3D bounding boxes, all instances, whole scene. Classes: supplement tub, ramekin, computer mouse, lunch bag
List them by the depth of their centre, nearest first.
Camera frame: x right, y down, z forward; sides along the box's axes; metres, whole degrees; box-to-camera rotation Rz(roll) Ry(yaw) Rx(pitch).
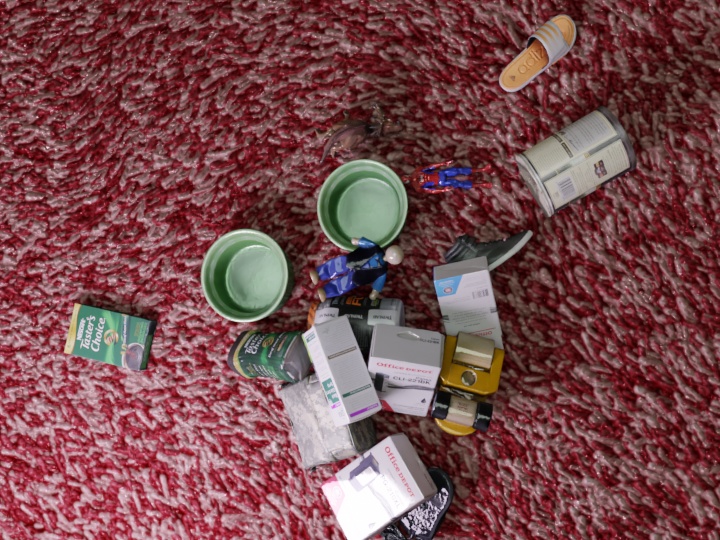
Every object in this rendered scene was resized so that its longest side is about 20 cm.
[{"bbox_3d":[0.132,0.507,1.599,0.138,0.053,0.202,33,98,23],"label":"computer mouse"},{"bbox_3d":[-0.078,0.312,1.607,0.166,0.139,0.202,-24,79,20],"label":"lunch bag"},{"bbox_3d":[-0.008,0.119,1.619,0.197,0.123,0.124,1,85,9],"label":"supplement tub"},{"bbox_3d":[0.011,-0.134,1.648,0.197,0.098,0.203,-1,85,10],"label":"ramekin"},{"bbox_3d":[-0.243,0.014,1.674,0.197,0.098,0.203,-1,85,10],"label":"ramekin"}]

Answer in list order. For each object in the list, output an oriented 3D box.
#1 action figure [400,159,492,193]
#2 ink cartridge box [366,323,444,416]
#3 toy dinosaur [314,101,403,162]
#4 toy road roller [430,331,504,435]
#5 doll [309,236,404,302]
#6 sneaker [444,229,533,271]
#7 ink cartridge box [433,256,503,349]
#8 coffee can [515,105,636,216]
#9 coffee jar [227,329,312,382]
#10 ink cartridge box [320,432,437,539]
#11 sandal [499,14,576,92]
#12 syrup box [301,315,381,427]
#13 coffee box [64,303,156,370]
[{"bbox_3d":[0.184,-0.201,1.631,0.197,0.052,0.066,-4,89,0],"label":"action figure"},{"bbox_3d":[0.084,0.206,1.541,0.142,0.201,0.084,9,50,1],"label":"ink cartridge box"},{"bbox_3d":[-0.011,-0.305,1.643,0.135,0.199,0.087,-4,114,47],"label":"toy dinosaur"},{"bbox_3d":[0.214,0.239,1.564,0.121,0.146,0.202,14,75,4],"label":"toy road roller"},{"bbox_3d":[0.000,0.000,1.579,0.198,0.048,0.138,-23,92,9],"label":"doll"},{"bbox_3d":[0.266,-0.052,1.609,0.199,0.071,0.100,-35,85,10],"label":"sneaker"},{"bbox_3d":[0.228,0.082,1.583,0.114,0.067,0.202,-12,115,9],"label":"ink cartridge box"},{"bbox_3d":[0.442,-0.224,1.555,0.198,0.146,0.148,-29,81,7],"label":"coffee can"},{"bbox_3d":[-0.195,0.182,1.621,0.198,0.086,0.105,-4,47,42],"label":"coffee jar"},{"bbox_3d":[0.038,0.456,1.573,0.199,0.084,0.146,-39,68,16],"label":"ink cartridge box"},{"bbox_3d":[0.387,-0.470,1.629,0.207,0.059,0.079,-45,80,4],"label":"sandal"},{"bbox_3d":[-0.038,0.201,1.500,0.081,0.079,0.202,-16,79,-26],"label":"syrup box"},{"bbox_3d":[-0.584,0.155,1.757,0.197,0.044,0.125,13,88,11],"label":"coffee box"}]
